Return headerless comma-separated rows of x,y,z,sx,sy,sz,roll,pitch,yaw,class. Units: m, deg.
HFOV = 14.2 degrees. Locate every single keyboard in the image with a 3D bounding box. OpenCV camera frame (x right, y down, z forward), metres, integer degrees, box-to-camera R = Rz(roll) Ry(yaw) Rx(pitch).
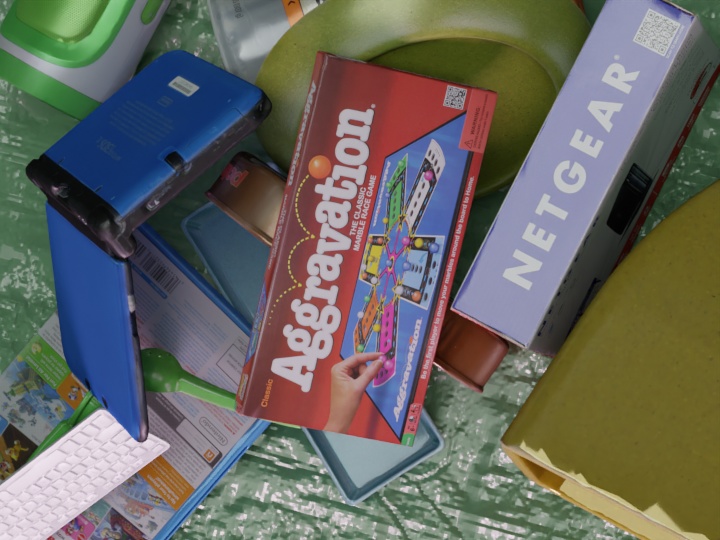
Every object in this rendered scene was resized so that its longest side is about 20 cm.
-0.199,0.142,1.694,0.200,0.056,0.011,-37,48,27,keyboard

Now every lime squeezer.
-0.137,0.085,1.700,0.199,0.038,0.071,-18,115,14,lime squeezer

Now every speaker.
-0.143,-0.191,1.715,0.088,0.088,0.201,29,93,12,speaker

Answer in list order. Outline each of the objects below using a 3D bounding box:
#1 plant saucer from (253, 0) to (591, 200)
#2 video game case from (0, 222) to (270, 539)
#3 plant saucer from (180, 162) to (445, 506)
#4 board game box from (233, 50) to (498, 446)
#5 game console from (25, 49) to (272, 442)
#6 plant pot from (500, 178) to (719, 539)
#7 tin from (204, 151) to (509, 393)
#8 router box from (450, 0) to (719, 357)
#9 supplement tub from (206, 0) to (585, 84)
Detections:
0.039,-0.092,1.618,0.199,0.200,0.031,-19,53,10,plant saucer
-0.147,0.091,1.724,0.143,0.018,0.200,43,100,12,video game case
-0.028,0.037,1.711,0.070,0.019,0.200,-33,82,8,plant saucer
0.003,-0.010,1.565,0.102,0.019,0.201,11,97,-18,board game box
-0.113,-0.020,1.623,0.171,0.200,0.118,-40,111,-7,game console
0.213,0.062,1.576,0.194,0.196,0.201,27,86,12,plant pot
0.000,0.000,1.636,0.200,0.112,0.042,35,88,-21,tin
0.130,-0.050,1.601,0.049,0.179,0.201,27,93,13,router box
0.021,-0.154,1.659,0.199,0.123,0.123,-20,83,9,supplement tub
